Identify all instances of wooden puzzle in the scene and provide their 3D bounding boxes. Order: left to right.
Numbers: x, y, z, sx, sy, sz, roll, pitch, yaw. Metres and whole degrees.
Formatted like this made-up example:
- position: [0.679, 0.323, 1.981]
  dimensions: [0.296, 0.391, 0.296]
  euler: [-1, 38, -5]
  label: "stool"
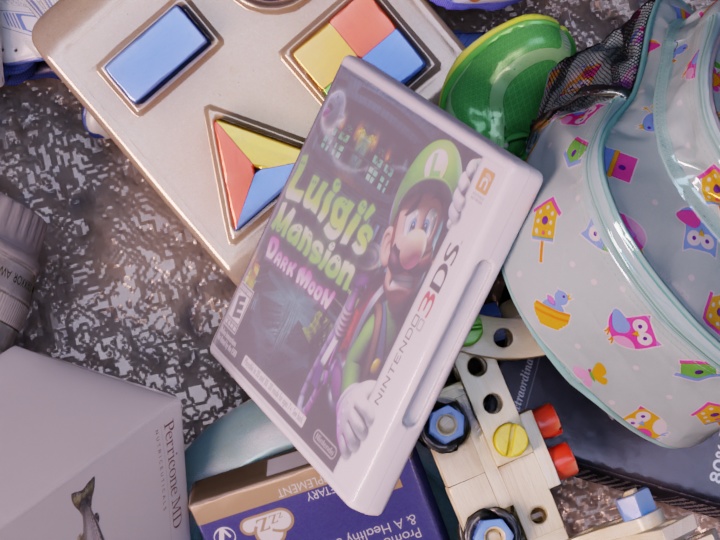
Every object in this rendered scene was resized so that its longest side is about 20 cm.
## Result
- position: [-0.058, -0.118, 1.126]
  dimensions: [0.185, 0.046, 0.200]
  euler: [-40, 88, 4]
  label: "wooden puzzle"

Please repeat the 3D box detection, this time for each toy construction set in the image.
- position: [0.099, 0.082, 1.047]
  dimensions: [0.131, 0.092, 0.201]
  euler: [-23, 72, -4]
  label: "toy construction set"

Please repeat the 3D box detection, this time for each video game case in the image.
- position: [0.000, 0.000, 1.028]
  dimensions: [0.023, 0.200, 0.182]
  euler: [20, 100, -30]
  label: "video game case"

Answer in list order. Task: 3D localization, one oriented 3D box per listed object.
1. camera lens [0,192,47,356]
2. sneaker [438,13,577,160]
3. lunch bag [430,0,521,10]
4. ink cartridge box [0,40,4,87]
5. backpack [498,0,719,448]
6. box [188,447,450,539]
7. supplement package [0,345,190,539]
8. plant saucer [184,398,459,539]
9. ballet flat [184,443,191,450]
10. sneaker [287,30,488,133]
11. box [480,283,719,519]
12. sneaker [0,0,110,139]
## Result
- position: [-0.275, 0.039, 1.109]
  dimensions: [0.159, 0.160, 0.201]
  euler: [21, 81, 2]
  label: "camera lens"
- position: [0.065, -0.043, 1.098]
  dimensions: [0.074, 0.084, 0.200]
  euler: [19, 109, -33]
  label: "sneaker"
- position: [0.113, -0.250, 1.121]
  dimensions: [0.124, 0.170, 0.200]
  euler: [38, 53, 7]
  label: "lunch bag"
- position: [-0.318, -0.136, 1.113]
  dimensions: [0.199, 0.146, 0.085]
  euler: [-8, 82, 17]
  label: "ink cartridge box"
- position: [0.163, -0.024, 0.985]
  dimensions: [0.176, 0.153, 0.200]
  euler: [45, 49, -15]
  label: "backpack"
- position: [0.000, 0.186, 1.096]
  dimensions: [0.121, 0.032, 0.201]
  euler: [-19, 112, 6]
  label: "box"
- position: [-0.190, 0.140, 1.020]
  dimensions: [0.117, 0.200, 0.117]
  euler: [14, 120, 29]
  label: "supplement package"
- position: [-0.015, 0.157, 1.116]
  dimensions: [0.199, 0.027, 0.201]
  euler: [-1, 110, -2]
  label: "plant saucer"
- position: [-0.051, 0.127, 1.149]
  dimensions: [0.199, 0.072, 0.072]
  euler: [-4, 81, -3]
  label: "ballet flat"
- position: [0.015, -0.118, 1.181]
  dimensions: [0.199, 0.076, 0.077]
  euler: [-13, 86, -5]
  label: "sneaker"
- position: [0.172, 0.053, 1.145]
  dimensions: [0.199, 0.104, 0.149]
  euler: [17, 82, 2]
  label: "box"
- position: [-0.199, -0.158, 1.183]
  dimensions: [0.200, 0.075, 0.088]
  euler: [37, 83, 5]
  label: "sneaker"
